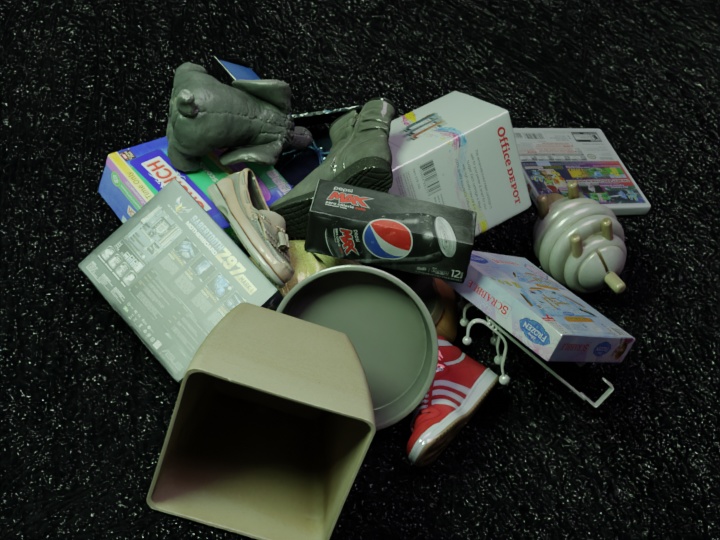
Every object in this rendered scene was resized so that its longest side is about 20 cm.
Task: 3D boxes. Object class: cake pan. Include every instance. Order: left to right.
[{"bbox_3d":[-0.008,0.088,1.497,0.198,0.202,0.037,23,14,0],"label":"cake pan"}]

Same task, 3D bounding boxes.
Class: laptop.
[{"bbox_3d":[-0.082,-0.257,1.800,0.198,0.105,0.177,-6,4,11],"label":"laptop"}]

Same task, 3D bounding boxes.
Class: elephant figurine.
[{"bbox_3d":[-0.141,-0.190,1.627,0.198,0.142,0.156,7,39,-13],"label":"elephant figurine"}]

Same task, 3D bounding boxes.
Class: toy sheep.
[{"bbox_3d":[0.307,-0.038,1.791,0.136,0.139,0.201,-2,42,-25],"label":"toy sheep"}]

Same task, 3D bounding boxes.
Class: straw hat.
[{"bbox_3d":[-0.074,0.019,1.557,0.198,0.085,0.203,-1,55,1],"label":"straw hat"}]

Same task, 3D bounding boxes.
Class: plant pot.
[{"bbox_3d":[-0.100,0.152,1.389,0.198,0.201,0.178,17,33,-7],"label":"plant pot"}]

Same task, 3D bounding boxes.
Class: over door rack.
[{"bbox_3d":[0.212,0.103,1.623,0.199,0.067,0.148,27,17,-7],"label":"over door rack"}]

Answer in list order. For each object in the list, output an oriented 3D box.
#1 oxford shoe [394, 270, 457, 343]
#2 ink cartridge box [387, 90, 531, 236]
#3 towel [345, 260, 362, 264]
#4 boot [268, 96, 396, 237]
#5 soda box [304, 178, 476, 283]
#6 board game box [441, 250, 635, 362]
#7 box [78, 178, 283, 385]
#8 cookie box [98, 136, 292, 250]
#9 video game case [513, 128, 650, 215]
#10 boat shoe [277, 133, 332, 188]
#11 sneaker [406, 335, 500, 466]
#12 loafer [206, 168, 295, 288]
[{"bbox_3d":[0.092,0.023,1.700,0.071,0.071,0.201,40,29,-30],"label":"oxford shoe"},{"bbox_3d":[0.098,-0.124,1.701,0.199,0.147,0.144,-26,28,-17],"label":"ink cartridge box"},{"bbox_3d":[0.000,0.000,1.669,0.201,0.018,0.086,56,12,31],"label":"towel"},{"bbox_3d":[-0.033,-0.129,1.622,0.068,0.199,0.132,39,38,-37],"label":"boot"},{"bbox_3d":[0.036,-0.047,1.538,0.198,0.064,0.071,11,40,1],"label":"soda box"},{"bbox_3d":[0.219,0.045,1.616,0.199,0.041,0.199,39,19,33],"label":"board game box"},{"bbox_3d":[-0.210,0.015,1.508,0.158,0.051,0.200,-43,72,-6],"label":"box"},{"bbox_3d":[-0.208,-0.097,1.667,0.199,0.076,0.171,-24,61,-38],"label":"cookie box"},{"bbox_3d":[0.330,-0.154,2.001,0.198,0.023,0.183,-2,48,-27],"label":"video game case"},{"bbox_3d":[-0.054,-0.165,1.808,0.084,0.069,0.200,34,43,12],"label":"boat shoe"},{"bbox_3d":[0.080,0.150,1.547,0.112,0.072,0.200,38,37,11],"label":"sneaker"},{"bbox_3d":[-0.121,-0.059,1.529,0.063,0.072,0.200,-38,45,-2],"label":"loafer"}]
